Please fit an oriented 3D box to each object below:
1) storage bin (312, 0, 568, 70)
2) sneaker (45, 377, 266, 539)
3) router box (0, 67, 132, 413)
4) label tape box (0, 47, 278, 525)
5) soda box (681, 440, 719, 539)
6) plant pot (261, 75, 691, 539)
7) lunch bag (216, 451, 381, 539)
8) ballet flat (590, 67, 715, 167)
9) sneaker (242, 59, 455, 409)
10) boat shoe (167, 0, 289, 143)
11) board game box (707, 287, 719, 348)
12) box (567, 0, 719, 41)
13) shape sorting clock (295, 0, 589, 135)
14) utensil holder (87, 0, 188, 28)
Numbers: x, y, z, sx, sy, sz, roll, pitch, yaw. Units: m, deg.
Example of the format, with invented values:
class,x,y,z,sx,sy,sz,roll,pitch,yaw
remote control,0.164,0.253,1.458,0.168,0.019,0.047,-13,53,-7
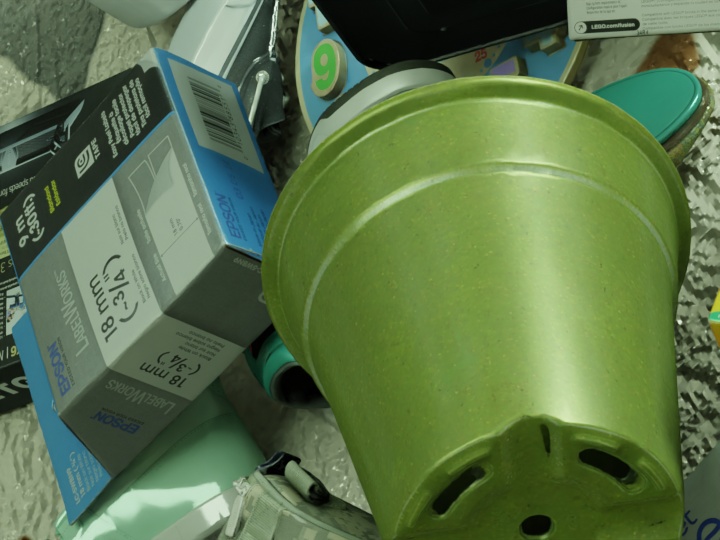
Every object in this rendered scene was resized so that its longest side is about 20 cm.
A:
class,x,y,z,sx,sy,sz,roll,pitch,yaw
storage bin,0.070,-0.185,1.302,0.199,0.135,0.094,-16,64,14
sneaker,-0.137,0.129,1.432,0.200,0.074,0.119,-32,58,16
router box,-0.186,-0.009,1.556,0.199,0.052,0.158,-19,60,35
label tape box,-0.127,0.010,1.371,0.200,0.063,0.145,-45,46,24
soda box,0.163,0.129,1.162,0.200,0.068,0.064,-50,46,14
plant pot,0.063,0.050,1.162,0.200,0.200,0.190,-41,31,22
lunch bag,-0.022,0.200,1.230,0.139,0.167,0.201,24,88,45
ballet flat,0.086,-0.026,1.296,0.199,0.071,0.071,-32,46,-10
sneaker,0.000,0.000,1.342,0.200,0.083,0.121,-54,44,37
boat shoe,-0.072,-0.094,1.482,0.072,0.068,0.201,-20,48,61
board game box,0.220,-0.048,1.104,0.095,0.030,0.201,9,56,29
box,0.188,-0.163,1.188,0.199,0.035,0.111,-2,110,9
shape sorting clock,0.041,-0.136,1.414,0.199,0.039,0.201,-19,59,36
utensil holder,-0.164,-0.254,1.514,0.170,0.200,0.170,-41,30,29
